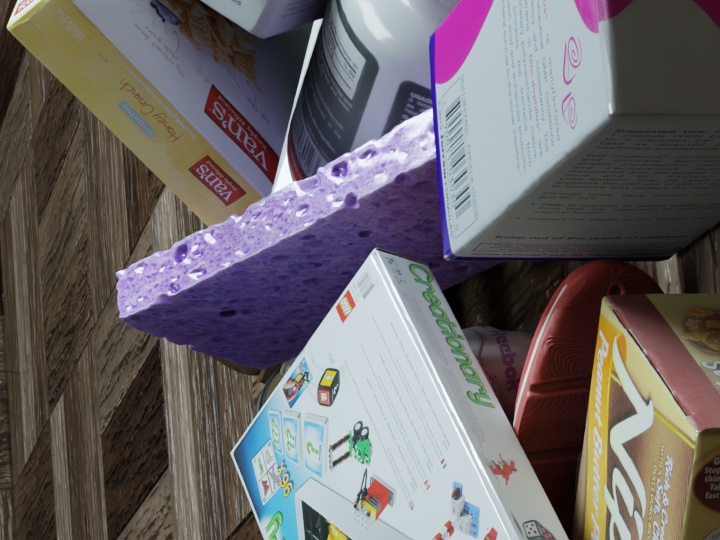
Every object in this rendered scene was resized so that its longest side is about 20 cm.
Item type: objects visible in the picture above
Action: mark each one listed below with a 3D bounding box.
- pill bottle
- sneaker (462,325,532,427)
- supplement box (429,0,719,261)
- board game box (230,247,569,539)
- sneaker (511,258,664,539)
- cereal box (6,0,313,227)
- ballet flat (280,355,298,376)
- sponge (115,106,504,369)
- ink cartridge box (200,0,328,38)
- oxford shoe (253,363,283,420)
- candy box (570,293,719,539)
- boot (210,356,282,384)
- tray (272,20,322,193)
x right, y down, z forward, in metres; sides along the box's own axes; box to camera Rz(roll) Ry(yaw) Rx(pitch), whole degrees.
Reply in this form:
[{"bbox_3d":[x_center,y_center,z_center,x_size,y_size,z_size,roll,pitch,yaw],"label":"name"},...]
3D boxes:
[{"bbox_3d":[0.039,-0.103,1.190,0.200,0.116,0.116,111,153,-54],"label":"pill bottle"},{"bbox_3d":[0.059,0.078,1.220,0.200,0.099,0.075,62,-167,-71],"label":"sneaker"},{"bbox_3d":[0.102,-0.075,0.982,0.200,0.103,0.101,134,134,-71],"label":"supplement box"},{"bbox_3d":[0.015,0.102,1.066,0.126,0.035,0.200,-55,38,26],"label":"board game box"},{"bbox_3d":[0.082,0.076,1.114,0.116,0.078,0.200,-126,39,-63],"label":"sneaker"},{"bbox_3d":[-0.088,-0.127,1.233,0.039,0.144,0.200,-32,27,27],"label":"cereal box"},{"bbox_3d":[0.000,0.000,1.301,0.074,0.074,0.200,115,174,-58],"label":"ballet flat"},{"bbox_3d":[-0.004,-0.011,1.175,0.200,0.111,0.030,-25,62,30],"label":"sponge"},{"bbox_3d":[-0.007,-0.221,1.189,0.200,0.085,0.144,-61,-14,24],"label":"ink cartridge box"},{"bbox_3d":[-0.007,0.047,1.361,0.200,0.073,0.085,-75,8,-51],"label":"oxford shoe"},{"bbox_3d":[0.122,0.122,1.003,0.115,0.055,0.200,-118,31,-62],"label":"candy box"},{"bbox_3d":[-0.057,-0.006,1.442,0.200,0.075,0.074,112,175,-51],"label":"boot"},{"bbox_3d":[-0.043,-0.073,1.378,0.107,0.022,0.200,-29,40,59],"label":"tray"}]
